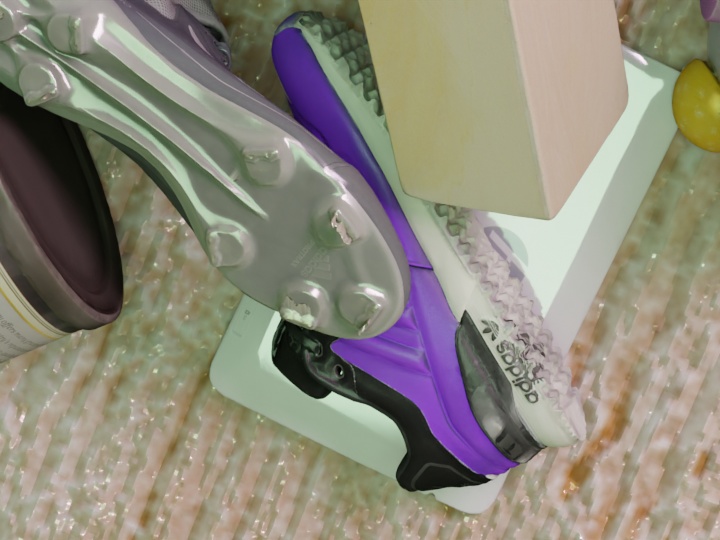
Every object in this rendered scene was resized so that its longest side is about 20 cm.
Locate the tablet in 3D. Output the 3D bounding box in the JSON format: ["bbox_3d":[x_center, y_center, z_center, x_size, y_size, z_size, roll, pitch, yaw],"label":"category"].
[{"bbox_3d":[0.035,-0.014,1.134,0.130,0.014,0.200,26,101,1],"label":"tablet"}]

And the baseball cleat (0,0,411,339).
[{"bbox_3d":[-0.052,-0.060,1.053,0.200,0.106,0.070,41,120,-3],"label":"baseball cleat"}]

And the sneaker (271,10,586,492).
[{"bbox_3d":[0.000,0.000,1.099,0.099,0.070,0.201,-28,93,16],"label":"sneaker"}]

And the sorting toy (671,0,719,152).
[{"bbox_3d":[0.178,-0.098,1.020,0.106,0.180,0.201,7,99,1],"label":"sorting toy"}]

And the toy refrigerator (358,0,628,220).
[{"bbox_3d":[0.037,-0.121,0.989,0.070,0.076,0.200,11,135,27],"label":"toy refrigerator"}]

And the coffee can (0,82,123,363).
[{"bbox_3d":[-0.212,-0.010,1.091,0.199,0.146,0.147,-23,96,9],"label":"coffee can"}]
